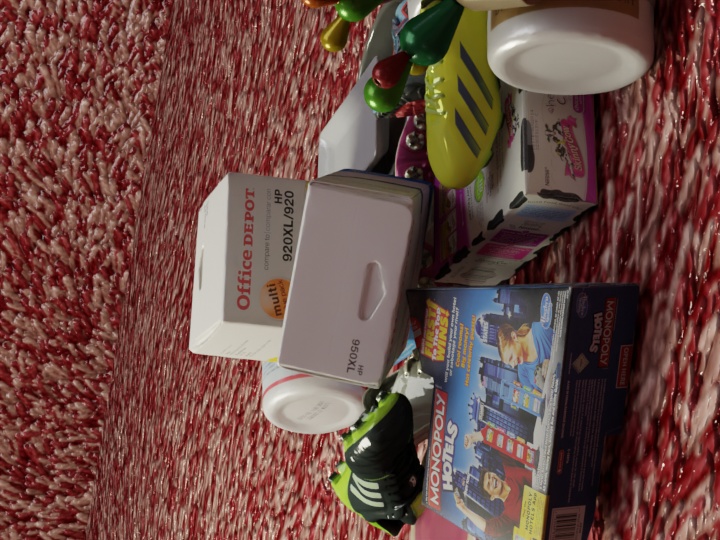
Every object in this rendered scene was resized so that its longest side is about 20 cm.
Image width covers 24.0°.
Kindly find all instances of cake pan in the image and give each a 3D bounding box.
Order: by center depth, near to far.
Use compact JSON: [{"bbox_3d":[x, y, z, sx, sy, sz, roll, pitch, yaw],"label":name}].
[{"bbox_3d":[0.036,-0.168,1.659,0.200,0.036,0.202,-174,90,-74],"label":"cake pan"}]

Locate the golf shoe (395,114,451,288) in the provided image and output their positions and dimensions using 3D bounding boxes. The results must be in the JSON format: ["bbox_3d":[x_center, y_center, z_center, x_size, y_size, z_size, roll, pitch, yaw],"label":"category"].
[{"bbox_3d":[0.057,-0.052,1.486,0.092,0.075,0.202,135,140,-70],"label":"golf shoe"}]

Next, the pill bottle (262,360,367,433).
[{"bbox_3d":[-0.048,0.057,1.742,0.109,0.108,0.201,121,151,-56],"label":"pill bottle"}]

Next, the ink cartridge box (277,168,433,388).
[{"bbox_3d":[0.000,0.000,1.326,0.200,0.084,0.146,-40,-40,-81],"label":"ink cartridge box"}]

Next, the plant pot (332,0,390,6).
[{"bbox_3d":[0.021,-0.335,1.541,0.179,0.199,0.202,24,108,57],"label":"plant pot"}]

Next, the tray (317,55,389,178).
[{"bbox_3d":[-0.006,-0.123,1.682,0.200,0.022,0.108,133,140,-64],"label":"tray"}]

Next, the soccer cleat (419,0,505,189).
[{"bbox_3d":[0.066,-0.161,1.228,0.064,0.083,0.202,13,97,46],"label":"soccer cleat"}]

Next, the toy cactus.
[{"bbox_3d":[0.050,-0.205,1.126,0.164,0.102,0.201,15,83,45],"label":"toy cactus"}]

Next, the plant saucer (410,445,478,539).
[{"bbox_3d":[0.085,0.199,1.326,0.200,0.050,0.202,-174,90,-74],"label":"plant saucer"}]

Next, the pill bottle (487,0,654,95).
[{"bbox_3d":[0.145,-0.233,1.167,0.114,0.113,0.202,141,133,-68],"label":"pill bottle"}]

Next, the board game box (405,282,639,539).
[{"bbox_3d":[0.102,0.085,1.203,0.200,0.061,0.202,25,112,58],"label":"board game box"}]

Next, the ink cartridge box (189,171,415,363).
[{"bbox_3d":[-0.050,0.004,1.601,0.145,0.198,0.148,140,134,-68],"label":"ink cartridge box"}]

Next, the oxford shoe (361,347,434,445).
[{"bbox_3d":[0.068,0.079,1.325,0.200,0.058,0.075,-38,15,41],"label":"oxford shoe"}]

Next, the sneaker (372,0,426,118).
[{"bbox_3d":[0.046,-0.185,1.424,0.200,0.079,0.096,-64,-38,-72],"label":"sneaker"}]

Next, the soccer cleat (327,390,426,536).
[{"bbox_3d":[0.024,0.151,1.308,0.068,0.081,0.200,-46,-12,-21],"label":"soccer cleat"}]

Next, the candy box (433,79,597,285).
[{"bbox_3d":[0.116,-0.081,1.308,0.200,0.061,0.137,132,142,-65],"label":"candy box"}]

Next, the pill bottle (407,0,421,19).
[{"bbox_3d":[0.092,-0.281,1.360,0.120,0.119,0.201,122,150,-56],"label":"pill bottle"}]
